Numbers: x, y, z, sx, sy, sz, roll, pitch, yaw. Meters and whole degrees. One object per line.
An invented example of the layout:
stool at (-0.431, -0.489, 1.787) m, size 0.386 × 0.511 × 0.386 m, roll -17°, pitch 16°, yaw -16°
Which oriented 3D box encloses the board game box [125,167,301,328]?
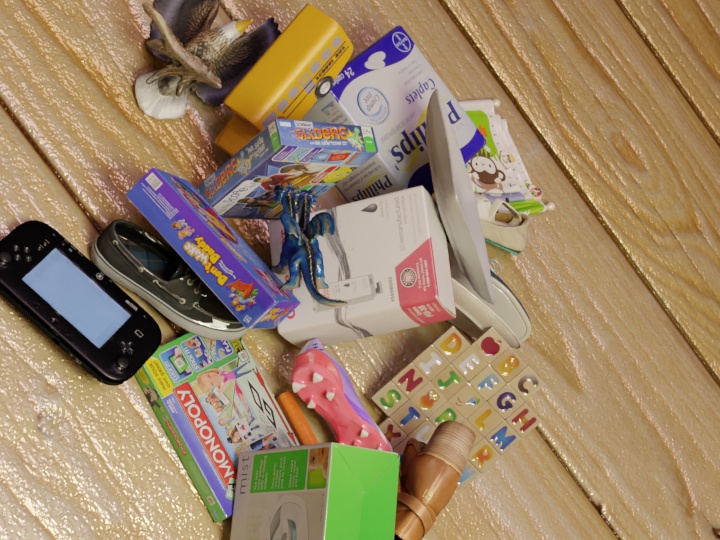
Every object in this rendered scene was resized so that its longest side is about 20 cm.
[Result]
board game box at (-0.161, -0.022, 1.547) m, size 0.200 × 0.045 × 0.134 m, roll 47°, pitch 5°, yaw 8°

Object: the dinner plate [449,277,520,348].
dinner plate at (0.114, 0.041, 1.728) m, size 0.200 × 0.200 × 0.024 m, roll 39°, pitch 82°, yaw -16°

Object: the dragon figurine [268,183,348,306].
dragon figurine at (-0.062, -0.032, 1.542) m, size 0.059 × 0.200 × 0.100 m, roll 0°, pitch 111°, yaw -15°

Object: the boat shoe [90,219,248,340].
boat shoe at (-0.206, 0.011, 1.550) m, size 0.200 × 0.057 × 0.069 m, roll 30°, pitch 46°, yaw -11°

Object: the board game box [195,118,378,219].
board game box at (-0.091, -0.114, 1.620) m, size 0.135 × 0.200 × 0.034 m, roll 0°, pitch 69°, yaw -37°

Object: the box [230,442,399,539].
box at (-0.053, 0.289, 1.458) m, size 0.097 × 0.176 × 0.200 m, roll 16°, pitch 72°, yaw -36°

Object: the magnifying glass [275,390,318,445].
magnifying glass at (-0.044, 0.230, 1.590) m, size 0.022 × 0.080 × 0.200 m, roll -16°, pitch 70°, yaw -32°

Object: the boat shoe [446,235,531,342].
boat shoe at (0.147, 0.016, 1.824) m, size 0.200 × 0.075 × 0.062 m, roll 37°, pitch 29°, yaw -1°

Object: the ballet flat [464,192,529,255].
ballet flat at (0.162, -0.072, 1.862) m, size 0.200 × 0.069 × 0.070 m, roll 13°, pitch 61°, yaw -48°

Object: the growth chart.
growth chart at (0.186, -0.158, 1.972) m, size 0.145 × 0.018 × 0.200 m, roll -20°, pitch 82°, yaw -40°

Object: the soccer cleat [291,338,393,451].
soccer cleat at (-0.014, 0.168, 1.623) m, size 0.200 × 0.067 × 0.076 m, roll 55°, pitch 27°, yaw -25°

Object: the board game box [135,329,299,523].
board game box at (-0.156, 0.163, 1.558) m, size 0.135 × 0.029 × 0.200 m, roll -27°, pitch 87°, yaw -42°

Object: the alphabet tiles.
alphabet tiles at (0.117, 0.168, 1.681) m, size 0.166 × 0.200 × 0.006 m, roll 47°, pitch 7°, yaw -12°

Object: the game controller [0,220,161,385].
game controller at (-0.306, 0.033, 1.483) m, size 0.200 × 0.042 × 0.104 m, roll 43°, pitch 52°, yaw -4°

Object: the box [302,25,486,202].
box at (0.035, -0.185, 1.812) m, size 0.200 × 0.105 × 0.184 m, roll 52°, pitch 49°, yaw -6°

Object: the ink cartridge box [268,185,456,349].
ink cartridge box at (0.000, 0.000, 1.630) m, size 0.083 × 0.200 × 0.147 m, roll 41°, pitch 39°, yaw -63°

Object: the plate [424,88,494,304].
plate at (0.116, -0.087, 1.689) m, size 0.200 × 0.032 × 0.200 m, roll 65°, pitch 14°, yaw -45°

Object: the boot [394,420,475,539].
boot at (0.061, 0.267, 1.582) m, size 0.077 × 0.200 × 0.155 m, roll 34°, pitch 63°, yaw -3°

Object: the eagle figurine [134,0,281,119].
eagle figurine at (-0.187, -0.275, 1.693) m, size 0.200 × 0.151 × 0.152 m, roll -74°, pitch 166°, yaw -65°

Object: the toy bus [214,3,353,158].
toy bus at (-0.097, -0.218, 1.678) m, size 0.065 × 0.078 × 0.200 m, roll 38°, pitch 85°, yaw 28°
